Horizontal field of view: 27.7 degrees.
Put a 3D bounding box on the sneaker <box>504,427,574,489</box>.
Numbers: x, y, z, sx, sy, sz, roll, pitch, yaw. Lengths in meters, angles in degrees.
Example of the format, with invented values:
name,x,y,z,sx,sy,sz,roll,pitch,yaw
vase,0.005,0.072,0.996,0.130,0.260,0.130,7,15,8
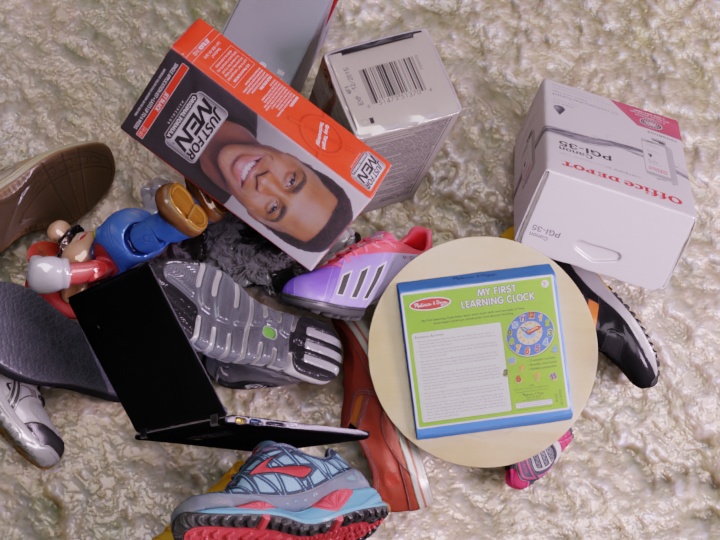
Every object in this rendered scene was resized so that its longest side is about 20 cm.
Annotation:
name,x,y,z,sx,sy,sz,roll,pitch,yaw
sneaker,0.095,0.114,1.313,0.200,0.081,0.075,38,80,7

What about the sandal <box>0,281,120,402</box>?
name,x,y,z,sx,sy,sz,roll,pitch,yaw
sandal,-0.263,0.071,1.237,0.200,0.043,0.076,31,54,-42

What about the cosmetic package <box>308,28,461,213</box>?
name,x,y,z,sx,sy,sz,roll,pitch,yaw
cosmetic package,0.010,-0.127,1.315,0.103,0.200,0.087,-17,75,-17

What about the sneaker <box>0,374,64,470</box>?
name,x,y,z,sx,sy,sz,roll,pitch,yaw
sneaker,-0.302,0.074,1.259,0.088,0.076,0.200,-32,82,-22

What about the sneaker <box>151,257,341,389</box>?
name,x,y,z,sx,sy,sz,roll,pitch,yaw
sneaker,-0.124,0.061,1.266,0.200,0.115,0.075,28,58,-29

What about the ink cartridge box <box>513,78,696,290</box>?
name,x,y,z,sx,sy,sz,roll,pitch,yaw
ink cartridge box,0.223,-0.083,1.346,0.146,0.083,0.200,17,31,-4

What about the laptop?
name,x,y,z,sx,sy,sz,roll,pitch,yaw
laptop,-0.120,0.079,1.193,0.200,0.187,0.116,10,76,-28

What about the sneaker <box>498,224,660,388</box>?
name,x,y,z,sx,sy,sz,roll,pitch,yaw
sneaker,0.195,0.041,1.368,0.090,0.070,0.200,-34,79,-4

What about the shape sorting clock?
name,x,y,z,sx,sy,sz,roll,pitch,yaw
shape sorting clock,0.106,0.070,1.262,0.200,0.039,0.200,0,89,-4

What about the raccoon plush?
name,x,y,z,sx,sy,sz,roll,pitch,yaw
raccoon plush,-0.098,-0.024,1.343,0.200,0.134,0.097,7,84,26

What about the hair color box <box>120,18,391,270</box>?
name,x,y,z,sx,sy,sz,roll,pitch,yaw
hair color box,-0.086,-0.102,1.202,0.200,0.102,0.061,36,38,-5

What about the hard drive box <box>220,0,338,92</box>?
name,x,y,z,sx,sy,sz,roll,pitch,yaw
hard drive box,-0.090,-0.190,1.343,0.077,0.156,0.200,24,70,-2

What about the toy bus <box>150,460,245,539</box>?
name,x,y,z,sx,sy,sz,roll,pitch,yaw
toy bus,-0.069,0.254,1.222,0.200,0.136,0.192,40,53,3

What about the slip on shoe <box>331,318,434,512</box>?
name,x,y,z,sx,sy,sz,roll,pitch,yaw
slip on shoe,0.007,0.123,1.302,0.061,0.074,0.200,-19,76,0

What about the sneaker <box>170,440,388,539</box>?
name,x,y,z,sx,sy,sz,roll,pitch,yaw
sneaker,-0.076,0.182,1.150,0.200,0.079,0.096,5,41,-45

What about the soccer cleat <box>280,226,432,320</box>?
name,x,y,z,sx,sy,sz,roll,pitch,yaw
soccer cleat,0.000,0.000,1.285,0.068,0.200,0.073,17,103,33

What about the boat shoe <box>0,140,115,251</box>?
name,x,y,z,sx,sy,sz,roll,pitch,yaw
boat shoe,-0.309,-0.065,1.304,0.065,0.072,0.200,20,43,39

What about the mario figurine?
name,x,y,z,sx,sy,sz,roll,pitch,yaw
mario figurine,-0.220,-0.033,1.258,0.200,0.123,0.106,-29,62,26
